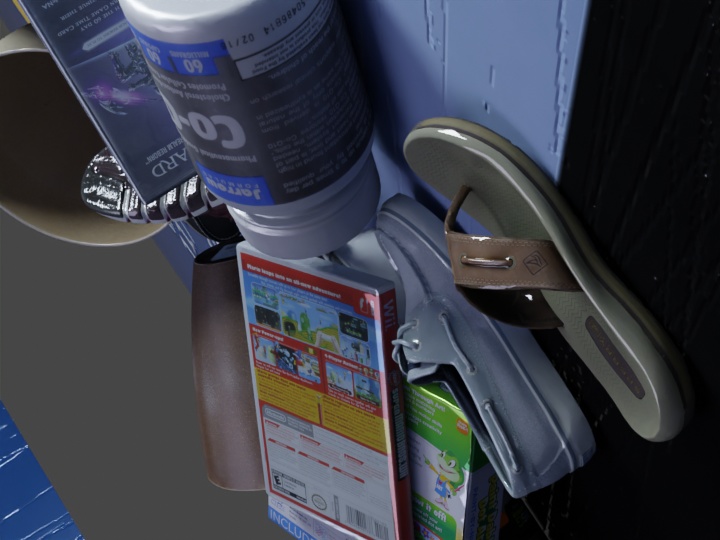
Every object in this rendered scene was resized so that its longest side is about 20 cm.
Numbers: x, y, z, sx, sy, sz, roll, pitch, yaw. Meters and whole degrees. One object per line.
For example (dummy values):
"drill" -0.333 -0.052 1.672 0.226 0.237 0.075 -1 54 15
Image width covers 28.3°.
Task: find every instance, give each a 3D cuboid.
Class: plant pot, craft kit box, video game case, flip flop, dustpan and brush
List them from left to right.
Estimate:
"plant pot" -0.220 -0.139 1.189 0.135 0.199 0.201 -73 -32 -44
"video game case" -0.128 -0.163 0.899 0.200 0.143 0.019 60 171 -13
"plant pot" -0.081 0.070 1.317 0.187 0.186 0.201 -156 47 -70
"video game case" -0.024 0.087 0.977 0.143 0.017 0.201 17 121 44
"dustpan and brush" 0.000 0.000 1.007 0.140 0.057 0.200 40 160 55
"craft kit box" 0.013 0.135 1.006 0.200 0.048 0.198 28 131 38
"flip flop" 0.080 0.006 0.689 0.200 0.057 0.081 54 168 17

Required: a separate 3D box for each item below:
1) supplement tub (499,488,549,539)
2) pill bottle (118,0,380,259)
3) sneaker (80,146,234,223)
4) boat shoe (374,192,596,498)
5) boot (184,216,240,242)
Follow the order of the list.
"supplement tub" 0.102 0.252 1.103 0.200 0.122 0.123 56 169 5
"pill bottle" -0.055 -0.105 0.825 0.114 0.114 0.200 48 165 40
"sneaker" -0.102 -0.048 1.067 0.116 0.199 0.076 54 -141 -54
"boat shoe" 0.058 0.045 0.857 0.201 0.071 0.070 55 168 15
"boot" -0.125 -0.074 1.298 0.154 0.073 0.204 48 160 43
